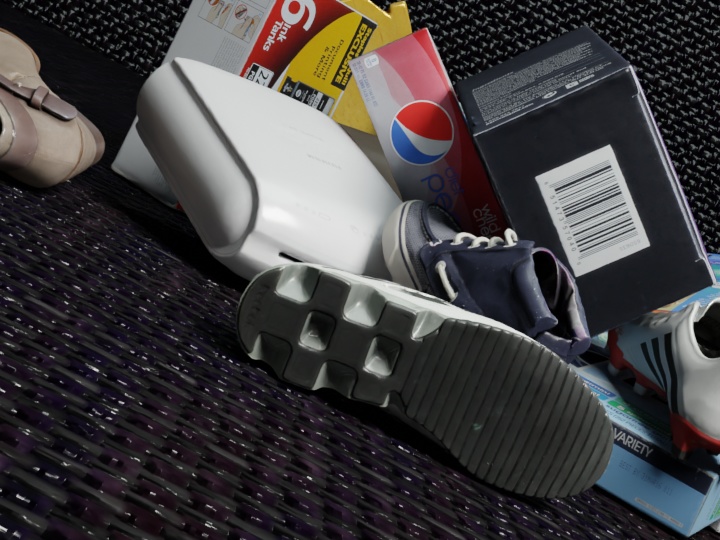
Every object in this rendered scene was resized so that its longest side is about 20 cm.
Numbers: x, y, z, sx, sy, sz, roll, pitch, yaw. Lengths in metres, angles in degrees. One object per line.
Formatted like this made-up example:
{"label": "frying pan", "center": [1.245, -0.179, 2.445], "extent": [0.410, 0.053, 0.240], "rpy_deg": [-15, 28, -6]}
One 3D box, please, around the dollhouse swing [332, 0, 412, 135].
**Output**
{"label": "dollhouse swing", "center": [-0.052, -0.163, 1.576], "extent": [0.198, 0.184, 0.176], "rpy_deg": [-13, 14, -6]}

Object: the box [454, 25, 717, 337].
{"label": "box", "center": [0.138, -0.061, 1.057], "extent": [0.200, 0.104, 0.149], "rpy_deg": [-91, 157, -73]}

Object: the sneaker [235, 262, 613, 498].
{"label": "sneaker", "center": [0.035, 0.045, 0.830], "extent": [0.199, 0.075, 0.089], "rpy_deg": [28, 7, -3]}

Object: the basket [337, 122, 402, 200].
{"label": "basket", "center": [0.037, -0.042, 1.429], "extent": [0.198, 0.137, 0.180], "rpy_deg": [23, 26, 9]}

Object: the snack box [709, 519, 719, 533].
{"label": "snack box", "center": [0.207, 0.127, 1.139], "extent": [0.071, 0.025, 0.200], "rpy_deg": [14, 14, -37]}

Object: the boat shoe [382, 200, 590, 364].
{"label": "boat shoe", "center": [0.076, 0.006, 0.958], "extent": [0.074, 0.093, 0.201], "rpy_deg": [28, 29, -33]}

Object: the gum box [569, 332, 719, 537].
{"label": "gum box", "center": [0.176, 0.094, 1.059], "extent": [0.169, 0.045, 0.199], "rpy_deg": [29, 16, 25]}

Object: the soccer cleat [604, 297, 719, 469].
{"label": "soccer cleat", "center": [0.202, 0.049, 0.998], "extent": [0.068, 0.086, 0.200], "rpy_deg": [19, 15, -11]}

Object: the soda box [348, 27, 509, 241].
{"label": "soda box", "center": [0.058, -0.063, 1.165], "extent": [0.070, 0.063, 0.202], "rpy_deg": [34, 33, -82]}

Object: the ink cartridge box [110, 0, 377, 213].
{"label": "ink cartridge box", "center": [-0.079, -0.136, 1.329], "extent": [0.084, 0.201, 0.175], "rpy_deg": [31, 7, 33]}

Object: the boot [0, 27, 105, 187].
{"label": "boot", "center": [-0.246, -0.115, 1.006], "extent": [0.199, 0.071, 0.146], "rpy_deg": [29, 7, 17]}

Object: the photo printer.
{"label": "photo printer", "center": [-0.046, -0.049, 1.088], "extent": [0.165, 0.070, 0.200], "rpy_deg": [19, 24, -38]}

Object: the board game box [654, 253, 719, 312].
{"label": "board game box", "center": [0.254, 0.037, 1.277], "extent": [0.151, 0.045, 0.199], "rpy_deg": [8, 21, 40]}
